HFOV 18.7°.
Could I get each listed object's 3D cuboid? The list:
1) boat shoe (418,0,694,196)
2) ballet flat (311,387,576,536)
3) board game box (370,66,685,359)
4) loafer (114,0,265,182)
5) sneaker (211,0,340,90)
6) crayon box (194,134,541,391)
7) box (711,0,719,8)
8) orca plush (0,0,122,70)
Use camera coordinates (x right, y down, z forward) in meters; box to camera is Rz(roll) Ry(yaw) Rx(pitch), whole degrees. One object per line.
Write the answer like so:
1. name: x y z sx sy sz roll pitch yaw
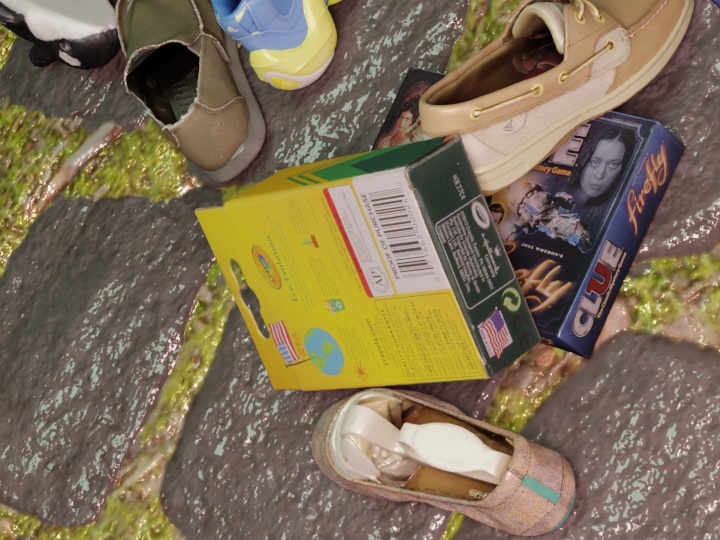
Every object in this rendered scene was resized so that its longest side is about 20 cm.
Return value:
1. boat shoe: 0.112 -0.122 1.235 0.200 0.067 0.074 -43 39 -24
2. ballet flat: 0.032 0.097 1.224 0.199 0.067 0.068 8 73 43
3. board game box: 0.079 -0.038 1.283 0.199 0.035 0.136 17 78 45
4. loafer: -0.124 -0.145 1.492 0.075 0.070 0.200 -44 46 13
5. sneaker: -0.049 -0.226 1.448 0.075 0.105 0.201 -12 60 35
6. crayon box: 0.000 0.000 1.249 0.051 0.128 0.199 -33 16 -37
7. box: 0.249 -0.183 1.221 0.121 0.032 0.200 -46 46 11
8. orca plush: -0.252 -0.183 1.622 0.199 0.105 0.071 21 121 22
